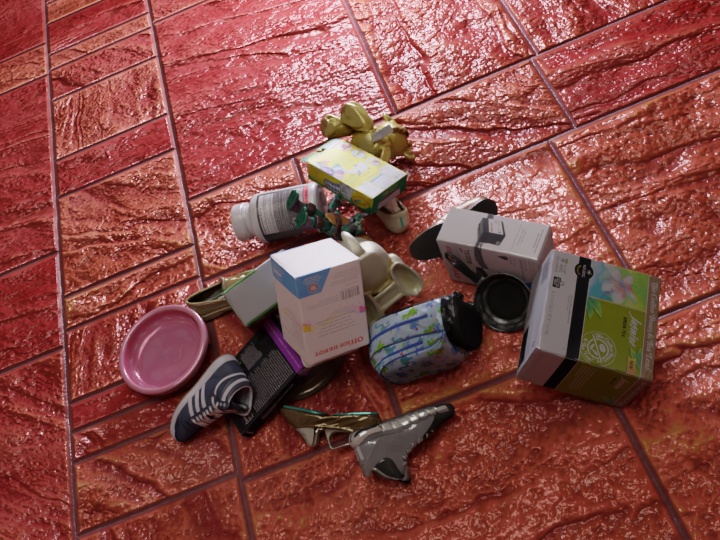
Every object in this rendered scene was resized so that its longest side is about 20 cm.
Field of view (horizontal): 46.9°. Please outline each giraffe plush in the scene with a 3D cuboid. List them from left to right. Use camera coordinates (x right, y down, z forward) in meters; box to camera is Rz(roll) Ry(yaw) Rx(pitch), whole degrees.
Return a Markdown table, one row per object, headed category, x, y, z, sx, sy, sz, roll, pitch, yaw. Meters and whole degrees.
| category | x | y | z | sx | sy | sz | roll | pitch | yaw |
| --- | --- | --- | --- | --- | --- | --- | --- | --- | --- |
| giraffe plush | 0.033 | -0.287 | 1.833 | 0.200 | 0.162 | 0.173 | -2 | 97 | 36 |

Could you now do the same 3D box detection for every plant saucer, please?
| category | x | y | z | sx | sy | sz | roll | pitch | yaw |
| --- | --- | --- | --- | --- | --- | --- | --- | --- | --- |
| plant saucer | -0.401 | 0.170 | 1.722 | 0.200 | 0.051 | 0.201 | -9 | 57 | 15 |
| plant saucer | -0.132 | 0.164 | 1.653 | 0.200 | 0.029 | 0.200 | -9 | 54 | 12 |

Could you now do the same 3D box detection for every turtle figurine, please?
| category | x | y | z | sx | sy | sz | roll | pitch | yaw |
| --- | --- | --- | --- | --- | --- | --- | --- | --- | --- |
| turtle figurine | -0.048 | -0.107 | 1.704 | 0.150 | 0.200 | 0.101 | 38 | 114 | 53 |

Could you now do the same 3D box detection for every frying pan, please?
| category | x | y | z | sx | sy | sz | roll | pitch | yaw |
| --- | --- | --- | --- | --- | --- | --- | --- | --- | --- |
| frying pan | 0.236 | 0.046 | 1.563 | 0.190 | 0.115 | 0.031 | 22 | 24 | 20 |

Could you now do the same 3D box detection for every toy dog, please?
| category | x | y | z | sx | sy | sz | roll | pitch | yaw |
| --- | --- | --- | --- | --- | --- | --- | --- | --- | --- |
| toy dog | 0.000 | 0.000 | 1.633 | 0.140 | 0.194 | 0.200 | -47 | 21 | 1 |

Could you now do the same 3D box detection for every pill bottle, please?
| category | x | y | z | sx | sy | sz | roll | pitch | yaw |
| --- | --- | --- | --- | --- | --- | --- | --- | --- | --- |
| pill bottle | -0.176 | -0.121 | 1.812 | 0.200 | 0.111 | 0.111 | -10 | 54 | 12 |

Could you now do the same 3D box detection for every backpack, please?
| category | x | y | z | sx | sy | sz | roll | pitch | yaw |
| --- | --- | --- | --- | --- | --- | --- | --- | --- | --- |
| backpack | 0.108 | 0.127 | 1.521 | 0.200 | 0.163 | 0.154 | -4 | 71 | 25 |

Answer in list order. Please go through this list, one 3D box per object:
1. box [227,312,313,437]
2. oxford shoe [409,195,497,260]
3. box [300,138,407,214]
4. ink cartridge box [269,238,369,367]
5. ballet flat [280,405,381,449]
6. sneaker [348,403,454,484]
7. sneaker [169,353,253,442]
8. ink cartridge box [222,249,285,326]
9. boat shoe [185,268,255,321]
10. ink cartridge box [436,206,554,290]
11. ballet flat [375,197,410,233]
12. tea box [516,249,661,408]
| category | x | y | z | sx | sy | sz | roll | pitch | yaw |
| --- | --- | --- | --- | --- | --- | --- | --- | --- | --- |
| box | -0.190 | 0.202 | 1.603 | 0.200 | 0.036 | 0.143 | -47 | 53 | 9 |
| oxford shoe | 0.184 | -0.087 | 1.706 | 0.200 | 0.071 | 0.071 | -31 | 25 | -3 |
| box | -0.018 | -0.199 | 1.709 | 0.200 | 0.048 | 0.117 | 34 | 51 | 25 |
| ink cartridge box | -0.073 | 0.065 | 1.513 | 0.128 | 0.200 | 0.125 | -17 | 27 | -22 |
| ballet flat | -0.058 | 0.291 | 1.527 | 0.200 | 0.068 | 0.072 | 2 | 76 | 16 |
| sneaker | 0.086 | 0.312 | 1.463 | 0.200 | 0.075 | 0.116 | -17 | 80 | -12 |
| sneaker | -0.280 | 0.266 | 1.575 | 0.108 | 0.070 | 0.200 | 41 | 99 | 40 |
| ink cartridge box | -0.189 | 0.040 | 1.644 | 0.146 | 0.200 | 0.084 | -36 | 91 | -9 |
| boat shoe | -0.273 | 0.041 | 1.755 | 0.200 | 0.076 | 0.072 | -29 | 52 | -2 |
| ink cartridge box | 0.260 | -0.032 | 1.578 | 0.200 | 0.145 | 0.084 | 14 | 63 | 27 |
| ballet flat | 0.042 | -0.160 | 1.793 | 0.069 | 0.070 | 0.200 | -36 | 53 | -7 |
| tea box | 0.388 | 0.099 | 1.417 | 0.196 | 0.134 | 0.200 | 15 | 60 | 1 |
